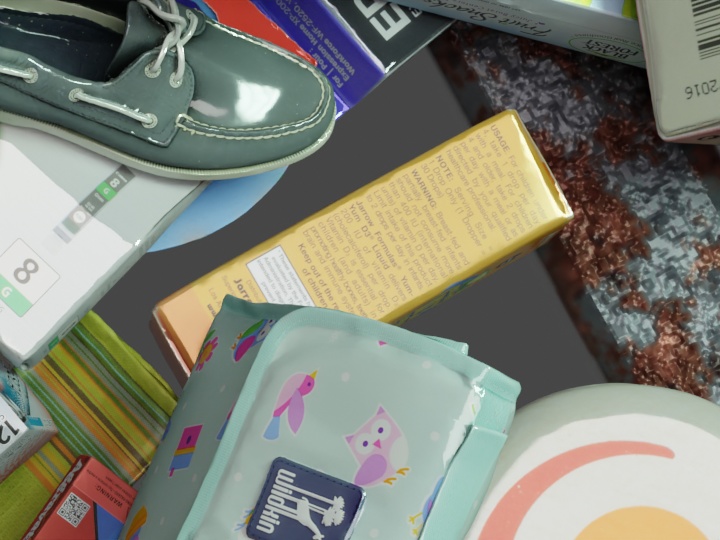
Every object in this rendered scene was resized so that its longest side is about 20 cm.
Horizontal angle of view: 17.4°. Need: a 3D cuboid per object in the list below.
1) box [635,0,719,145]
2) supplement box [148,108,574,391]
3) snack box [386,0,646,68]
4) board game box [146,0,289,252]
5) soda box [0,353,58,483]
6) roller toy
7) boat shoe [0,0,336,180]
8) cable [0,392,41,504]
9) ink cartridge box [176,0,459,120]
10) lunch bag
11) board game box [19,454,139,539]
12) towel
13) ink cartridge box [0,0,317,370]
[{"bbox_3d":[0.230,-0.127,1.103,0.200,0.109,0.128,1,79,-46],"label":"box"},{"bbox_3d":[0.000,0.000,1.127,0.200,0.067,0.069,-31,86,-10],"label":"supplement box"},{"bbox_3d":[0.070,-0.188,1.124,0.200,0.053,0.142,12,72,-16],"label":"snack box"},{"bbox_3d":[-0.124,-0.097,1.136,0.158,0.039,0.200,-25,80,-18],"label":"board game box"},{"bbox_3d":[-0.233,0.112,1.055,0.200,0.068,0.064,-42,83,0],"label":"soda box"},{"bbox_3d":[0.121,0.141,1.081,0.200,0.140,0.183,-29,85,1],"label":"roller toy"},{"bbox_3d":[-0.101,-0.091,1.040,0.200,0.062,0.073,11,66,-15],"label":"boat shoe"},{"bbox_3d":[-0.135,0.157,1.093,0.097,0.050,0.200,3,81,2],"label":"cable"},{"bbox_3d":[-0.028,-0.185,1.143,0.200,0.043,0.198,-41,88,-24],"label":"ink cartridge box"},{"bbox_3d":[-0.017,0.104,0.982,0.122,0.200,0.170,26,83,-21],"label":"lunch bag"},{"bbox_3d":[-0.079,0.184,1.076,0.200,0.019,0.103,40,74,-19],"label":"board game box"},{"bbox_3d":[-0.172,0.111,1.089,0.200,0.018,0.086,-47,67,-3],"label":"towel"},{"bbox_3d":[-0.141,-0.080,1.072,0.161,0.050,0.200,43,82,1],"label":"ink cartridge box"}]
